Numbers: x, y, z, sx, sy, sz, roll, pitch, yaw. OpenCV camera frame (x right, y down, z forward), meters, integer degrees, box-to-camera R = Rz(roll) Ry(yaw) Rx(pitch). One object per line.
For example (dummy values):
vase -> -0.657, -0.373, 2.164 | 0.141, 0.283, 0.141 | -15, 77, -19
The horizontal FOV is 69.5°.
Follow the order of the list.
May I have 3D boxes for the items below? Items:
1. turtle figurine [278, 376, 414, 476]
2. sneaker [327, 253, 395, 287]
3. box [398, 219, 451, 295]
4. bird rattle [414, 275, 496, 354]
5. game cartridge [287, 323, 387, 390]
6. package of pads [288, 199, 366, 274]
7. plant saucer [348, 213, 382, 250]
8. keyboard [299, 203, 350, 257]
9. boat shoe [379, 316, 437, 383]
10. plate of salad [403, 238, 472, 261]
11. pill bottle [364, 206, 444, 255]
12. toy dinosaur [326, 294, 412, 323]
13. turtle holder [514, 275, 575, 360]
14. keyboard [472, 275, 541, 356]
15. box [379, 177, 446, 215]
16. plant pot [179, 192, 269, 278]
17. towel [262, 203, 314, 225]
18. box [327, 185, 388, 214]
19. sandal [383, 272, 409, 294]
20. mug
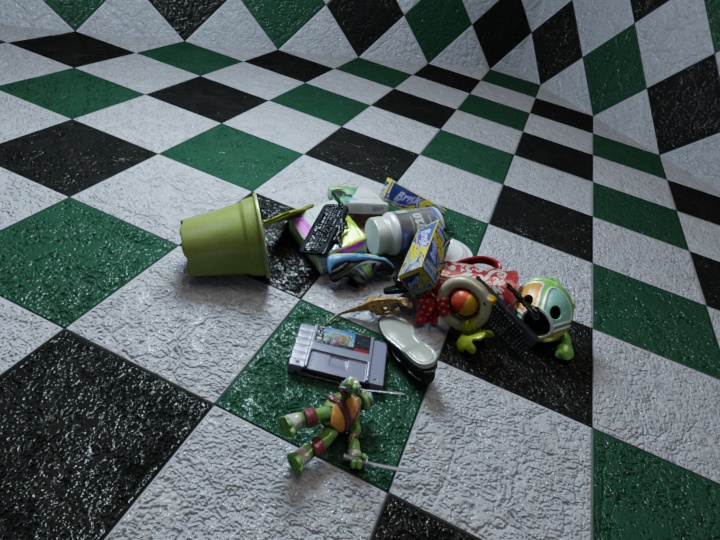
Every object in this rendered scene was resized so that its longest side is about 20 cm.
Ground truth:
turtle figurine -> -0.027, 0.264, 0.878 | 0.191, 0.146, 0.200 | -18, 42, -31
sneaker -> 0.000, 0.000, 1.307 | 0.196, 0.085, 0.070 | 0, 6, -36
box -> 0.158, -0.034, 1.243 | 0.065, 0.069, 0.201 | 52, 38, -20
bird rattle -> 0.227, 0.084, 1.198 | 0.199, 0.165, 0.112 | 40, 31, 22
game cartridge -> -0.043, 0.178, 1.083 | 0.195, 0.039, 0.131 | 13, 40, -1
package of pads -> -0.085, -0.096, 1.379 | 0.152, 0.069, 0.201 | -24, 49, -20
plant saucer -> 0.042, -0.108, 1.492 | 0.195, 0.037, 0.202 | 10, 36, -7
keyboard -> -0.080, -0.115, 1.320 | 0.102, 0.040, 0.202 | 8, 46, 14
boat shoe -> 0.101, 0.167, 1.121 | 0.073, 0.062, 0.200 | -19, 31, -23
plate of salad -> 0.215, -0.040, 1.450 | 0.195, 0.049, 0.202 | 1, 33, -1
pill bottle -> 0.117, -0.102, 1.381 | 0.196, 0.116, 0.114 | -10, 41, -23
toy dinosaur -> 0.026, 0.080, 1.198 | 0.196, 0.106, 0.062 | -15, 75, 18
turtle holder -> 0.437, 0.118, 1.246 | 0.138, 0.190, 0.131 | 0, 19, 29
keyboard -> 0.331, 0.094, 1.196 | 0.200, 0.127, 0.021 | 45, 23, 8
box -> 0.157, -0.205, 1.573 | 0.197, 0.065, 0.070 | 25, 13, -17
plant pot -> -0.316, -0.065, 1.205 | 0.180, 0.204, 0.202 | -11, 40, -12
towel -> -0.190, -0.154, 1.395 | 0.085, 0.018, 0.200 | -23, 6, 16
box -> -0.012, -0.216, 1.579 | 0.141, 0.037, 0.200 | 0, 21, -18
sandal -> 0.114, 0.023, 1.288 | 0.074, 0.049, 0.199 | -4, 8, 32
mug -> 0.281, 0.042, 1.310 | 0.195, 0.137, 0.178 | 11, 17, 4
